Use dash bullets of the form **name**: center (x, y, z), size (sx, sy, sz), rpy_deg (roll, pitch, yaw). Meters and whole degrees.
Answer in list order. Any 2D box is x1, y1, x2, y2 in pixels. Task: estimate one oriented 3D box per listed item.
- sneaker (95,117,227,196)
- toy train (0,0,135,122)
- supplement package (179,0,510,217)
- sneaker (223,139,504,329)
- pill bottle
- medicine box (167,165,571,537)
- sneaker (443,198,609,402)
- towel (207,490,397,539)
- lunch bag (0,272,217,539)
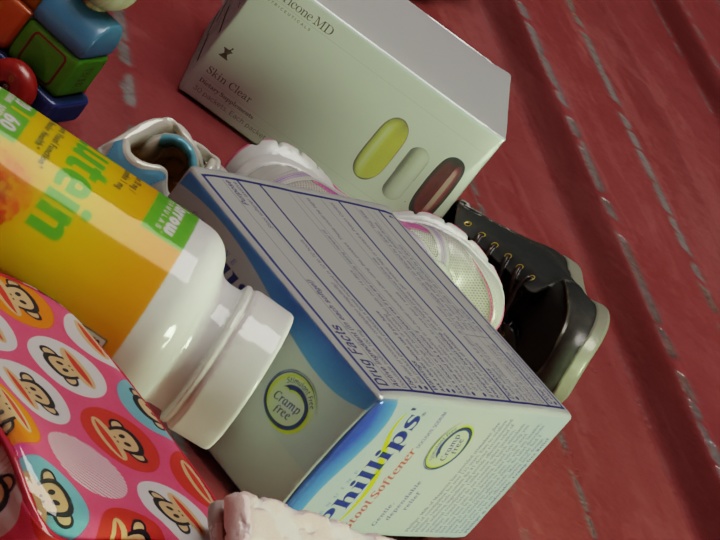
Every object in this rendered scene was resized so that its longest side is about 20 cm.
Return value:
- **sneaker**: center (-0.109, -0.044, 1.643), size (0.077, 0.081, 0.200), rpy_deg (40, 18, 7)
- **toy train**: center (-0.223, -0.191, 1.712), size (0.200, 0.116, 0.085), rpy_deg (43, 19, 11)
- **supplement package**: center (-0.006, -0.132, 1.983), size (0.200, 0.111, 0.156), rpy_deg (35, 19, -9)
- **sneaker**: center (0.000, 0.000, 1.759), size (0.200, 0.081, 0.088), rpy_deg (25, 24, -15)
- **pill bottle**: center (-0.138, 0.002, 1.426), size (0.200, 0.111, 0.111), rpy_deg (34, 20, -6)
- **medicine box**: center (-0.015, 0.048, 1.571), size (0.182, 0.103, 0.200), rpy_deg (50, 22, 28)
- **sneaker**: center (0.098, 0.021, 1.904), size (0.106, 0.075, 0.200), rpy_deg (29, 12, -13)
- **towel**: center (0.011, 0.208, 1.259), size (0.200, 0.032, 0.191), rpy_deg (23, 51, -38)
- **lunch bag**: center (-0.146, 0.081, 1.293), size (0.176, 0.082, 0.200), rpy_deg (14, 31, -52)
